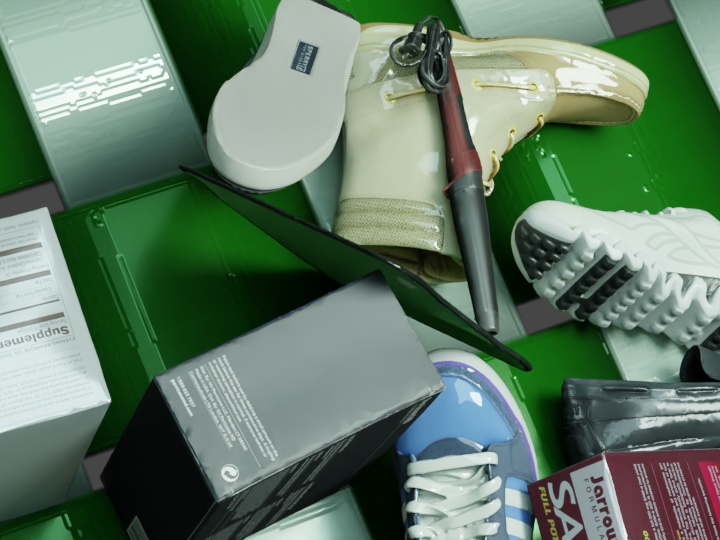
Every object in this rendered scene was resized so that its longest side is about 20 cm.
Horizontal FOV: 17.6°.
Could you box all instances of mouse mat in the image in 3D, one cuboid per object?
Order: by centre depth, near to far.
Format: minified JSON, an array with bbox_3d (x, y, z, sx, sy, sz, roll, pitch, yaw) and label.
[{"bbox_3d":[0.000,0.000,1.300,0.161,0.200,0.008,25,83,31],"label":"mouse mat"}]

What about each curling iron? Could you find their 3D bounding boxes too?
[{"bbox_3d":[0.053,-0.056,1.371,0.049,0.026,0.201,5,69,-46],"label":"curling iron"}]

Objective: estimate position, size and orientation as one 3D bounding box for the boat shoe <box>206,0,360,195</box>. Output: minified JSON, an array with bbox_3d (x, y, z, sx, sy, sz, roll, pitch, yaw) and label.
[{"bbox_3d":[-0.050,-0.077,1.353,0.074,0.093,0.200,24,34,1],"label":"boat shoe"}]

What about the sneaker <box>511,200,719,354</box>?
[{"bbox_3d":[0.179,-0.005,1.433,0.199,0.075,0.081,21,55,-25],"label":"sneaker"}]

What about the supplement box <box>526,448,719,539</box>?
[{"bbox_3d":[0.188,0.161,1.332,0.200,0.061,0.109,5,64,-49],"label":"supplement box"}]

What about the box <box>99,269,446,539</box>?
[{"bbox_3d":[-0.053,0.089,1.269,0.141,0.200,0.079,-23,78,-22],"label":"box"}]

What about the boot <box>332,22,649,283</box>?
[{"bbox_3d":[0.080,-0.066,1.432,0.199,0.073,0.156,6,68,-11],"label":"boot"}]

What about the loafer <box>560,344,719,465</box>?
[{"bbox_3d":[0.218,0.078,1.417,0.200,0.068,0.071,-9,82,-14],"label":"loafer"}]

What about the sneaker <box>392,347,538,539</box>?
[{"bbox_3d":[0.056,0.156,1.270,0.080,0.146,0.201,-5,104,9],"label":"sneaker"}]

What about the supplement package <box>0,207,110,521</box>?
[{"bbox_3d":[-0.232,0.069,1.229,0.155,0.200,0.111,-15,75,-19],"label":"supplement package"}]
